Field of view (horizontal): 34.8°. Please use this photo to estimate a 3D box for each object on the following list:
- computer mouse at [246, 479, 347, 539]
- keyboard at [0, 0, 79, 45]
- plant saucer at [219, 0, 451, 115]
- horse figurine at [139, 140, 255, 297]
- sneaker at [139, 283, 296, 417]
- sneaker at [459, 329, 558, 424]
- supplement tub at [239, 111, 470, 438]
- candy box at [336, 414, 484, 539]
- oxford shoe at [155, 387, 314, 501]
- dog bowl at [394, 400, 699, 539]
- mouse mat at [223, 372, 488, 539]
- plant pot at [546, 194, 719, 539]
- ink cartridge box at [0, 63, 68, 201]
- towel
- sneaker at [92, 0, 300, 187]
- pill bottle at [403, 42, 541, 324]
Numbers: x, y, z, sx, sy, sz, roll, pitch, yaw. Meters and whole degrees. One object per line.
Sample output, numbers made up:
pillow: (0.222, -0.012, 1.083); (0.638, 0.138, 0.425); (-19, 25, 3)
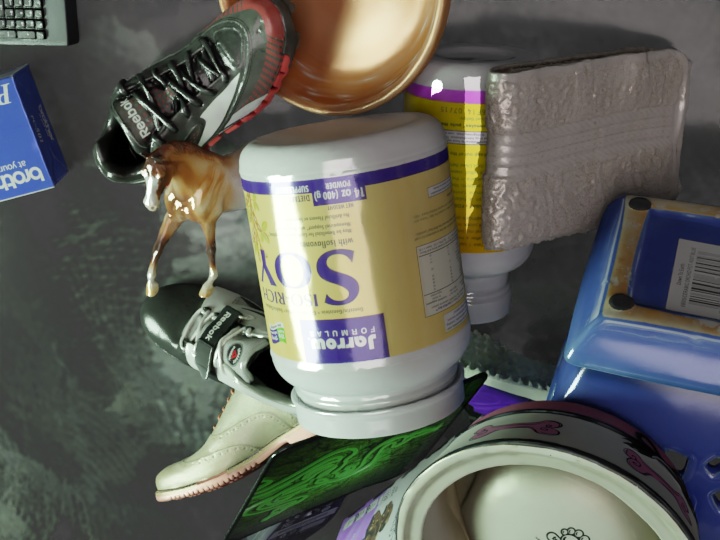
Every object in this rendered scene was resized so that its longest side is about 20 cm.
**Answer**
computer mouse: (-0.042, 0.173, 0.970); (0.053, 0.138, 0.200); (58, 138, 23)
keyboard: (-0.247, -0.267, 0.855); (0.103, 0.040, 0.201); (0, 111, 4)
plant saucer: (-0.018, -0.213, 0.823); (0.199, 0.037, 0.201); (12, 113, 30)
horse figurine: (-0.091, -0.051, 0.878); (0.199, 0.050, 0.133); (-16, 125, -38)
sneaker: (-0.096, 0.059, 0.919); (0.199, 0.089, 0.074); (23, 84, 14)
sneaker: (0.119, 0.119, 0.959); (0.199, 0.070, 0.100); (19, 113, -3)
supplement tub: (0.000, 0.000, 0.799); (0.144, 0.145, 0.201); (-7, 103, 6)
candy box: (0.047, 0.237, 0.925); (0.071, 0.168, 0.200); (38, 127, -11)
oxford shoe: (-0.097, 0.135, 0.988); (0.199, 0.071, 0.074); (-29, 86, 8)
dog bowl: (0.127, 0.171, 0.745); (0.199, 0.074, 0.201); (11, 123, 18)
mouse mat: (-0.003, 0.146, 0.889); (0.199, 0.008, 0.161); (-15, 151, -32)
plant pot: (0.233, 0.067, 0.796); (0.199, 0.200, 0.181); (11, 131, 15)
ink cartridge box: (-0.347, -0.092, 0.923); (0.199, 0.044, 0.095); (-13, 111, 8)
towel: (0.169, -0.092, 0.840); (0.199, 0.034, 0.133); (-14, 114, -33)
sneaker: (-0.126, -0.127, 0.843); (0.200, 0.098, 0.071); (-39, 81, 30)
pill bottle: (0.083, -0.065, 0.874); (0.103, 0.104, 0.201); (2, 110, 3)
